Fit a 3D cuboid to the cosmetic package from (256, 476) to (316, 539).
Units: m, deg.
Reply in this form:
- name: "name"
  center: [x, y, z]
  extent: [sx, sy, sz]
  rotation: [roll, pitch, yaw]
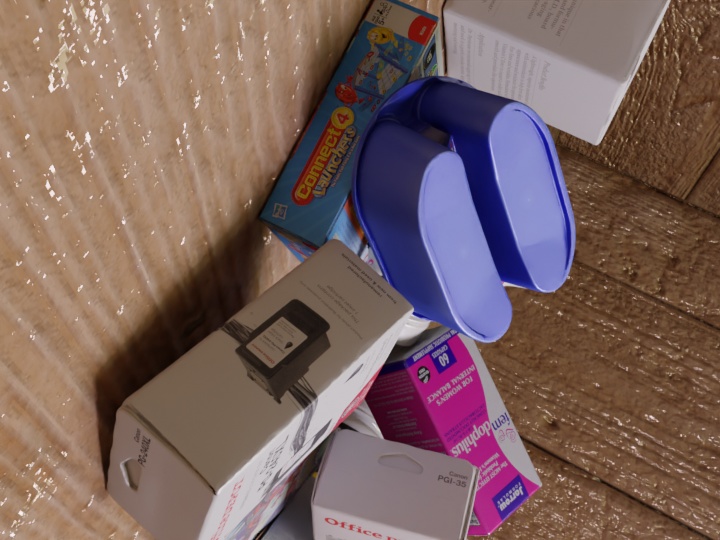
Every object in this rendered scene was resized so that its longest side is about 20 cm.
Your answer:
- name: "cosmetic package"
  center: [-0.113, 0.333, 0.902]
  extent: [0.201, 0.051, 0.151]
  rotation: [-54, 173, 18]

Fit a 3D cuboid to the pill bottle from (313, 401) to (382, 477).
- name: "pill bottle"
  center: [-0.034, 0.269, 1.165]
  extent: [0.201, 0.113, 0.115]
  rotation: [-59, 167, -27]

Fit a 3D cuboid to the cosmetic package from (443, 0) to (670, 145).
- name: "cosmetic package"
  center: [0.212, -0.270, 0.902]
  extent: [0.166, 0.198, 0.165]
  rotation: [-62, 169, -7]

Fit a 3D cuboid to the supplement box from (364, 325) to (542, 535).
- name: "supplement box"
  center: [0.093, 0.172, 0.907]
  extent: [0.101, 0.202, 0.103]
  rotation: [-28, -176, -37]

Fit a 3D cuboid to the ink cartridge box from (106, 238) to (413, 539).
- name: "ink cartridge box"
  center: [-0.069, 0.092, 0.584]
  extent: [0.200, 0.083, 0.146]
  rotation: [-40, 164, -37]

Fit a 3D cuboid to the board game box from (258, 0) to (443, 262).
- name: "board game box"
  center: [0.005, -0.094, 0.715]
  extent: [0.198, 0.055, 0.200]
  rotation: [-63, 168, -7]

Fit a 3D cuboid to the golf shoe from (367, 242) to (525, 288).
- name: "golf shoe"
  center: [0.090, -0.009, 0.760]
  extent: [0.093, 0.198, 0.073]
  rotation: [-66, -149, 14]

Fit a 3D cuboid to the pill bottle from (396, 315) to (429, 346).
- name: "pill bottle"
  center: [0.072, -0.030, 0.864]
  extent: [0.201, 0.113, 0.114]
  rotation: [-57, 171, 19]

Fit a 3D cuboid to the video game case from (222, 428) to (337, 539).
- name: "video game case"
  center: [-0.083, 0.202, 0.776]
  extent: [0.182, 0.023, 0.201]
  rotation: [-45, 166, -31]

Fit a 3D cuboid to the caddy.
- name: "caddy"
  center: [0.074, -0.045, 0.634]
  extent: [0.141, 0.105, 0.202]
  rotation: [-36, 123, -19]

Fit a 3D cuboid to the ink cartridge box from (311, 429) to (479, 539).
- name: "ink cartridge box"
  center: [0.030, 0.256, 0.823]
  extent: [0.201, 0.145, 0.083]
  rotation: [90, 16, -49]
